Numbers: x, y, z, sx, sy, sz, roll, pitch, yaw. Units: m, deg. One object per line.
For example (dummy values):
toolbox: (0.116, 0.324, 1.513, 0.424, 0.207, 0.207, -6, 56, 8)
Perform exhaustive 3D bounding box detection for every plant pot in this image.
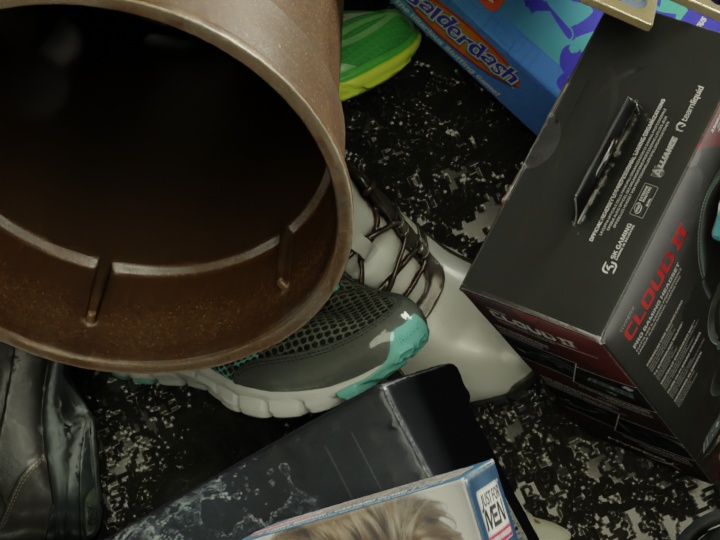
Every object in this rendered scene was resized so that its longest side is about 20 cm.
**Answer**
plant pot: (-0.090, -0.097, 0.958, 0.200, 0.201, 0.199, 9, 46, 0)

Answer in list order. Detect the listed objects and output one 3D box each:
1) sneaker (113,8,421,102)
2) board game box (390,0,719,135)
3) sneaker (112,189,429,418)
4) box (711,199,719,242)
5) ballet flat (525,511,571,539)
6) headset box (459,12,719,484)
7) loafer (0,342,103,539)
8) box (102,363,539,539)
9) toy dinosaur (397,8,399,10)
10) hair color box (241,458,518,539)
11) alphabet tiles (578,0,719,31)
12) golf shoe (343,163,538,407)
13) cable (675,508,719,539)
sneaker: (-0.070, -0.117, 1.107, 0.199, 0.074, 0.084, 0, 104, -2)
board game box: (0.088, -0.163, 1.103, 0.200, 0.045, 0.152, 41, 67, -11)
sneaker: (-0.058, 0.008, 1.029, 0.078, 0.200, 0.091, -39, 122, -40)
box: (0.223, -0.034, 1.038, 0.049, 0.200, 0.083, 14, 90, 30)
ballet flat: (0.082, 0.160, 1.074, 0.070, 0.067, 0.200, -30, 80, -32)
headset box: (0.133, -0.013, 1.032, 0.077, 0.200, 0.149, 21, 75, 30)
loafer: (-0.164, 0.029, 1.072, 0.072, 0.073, 0.201, -5, 83, -11)
box: (-0.011, 0.175, 0.997, 0.200, 0.117, 0.197, -30, 84, 15)
toy dinosaur: (0.012, -0.169, 1.149, 0.200, 0.058, 0.101, -27, 65, -15)
hair color box: (0.030, 0.185, 0.894, 0.100, 0.061, 0.200, -18, 87, 15)
alphabet tiles: (0.075, -0.173, 1.010, 0.200, 0.006, 0.167, 23, 38, -4)
golf shoe: (0.000, 0.000, 1.083, 0.200, 0.095, 0.078, 28, 77, 3)
cable: (0.206, 0.183, 0.991, 0.051, 0.200, 0.164, -37, 124, -38)
